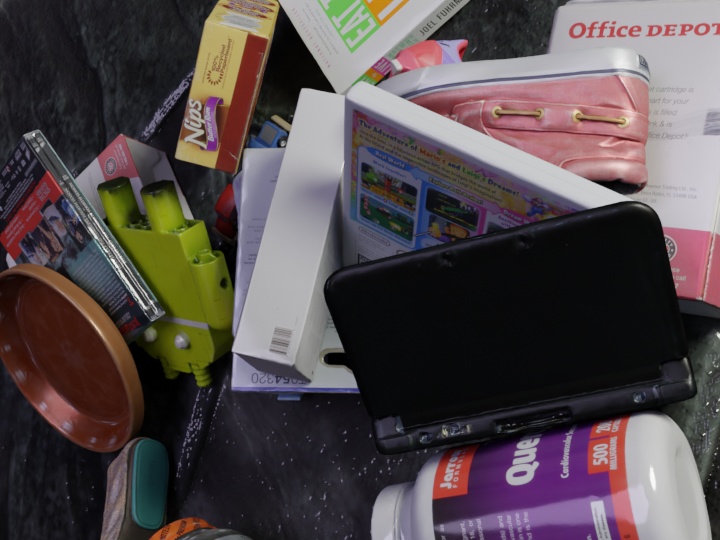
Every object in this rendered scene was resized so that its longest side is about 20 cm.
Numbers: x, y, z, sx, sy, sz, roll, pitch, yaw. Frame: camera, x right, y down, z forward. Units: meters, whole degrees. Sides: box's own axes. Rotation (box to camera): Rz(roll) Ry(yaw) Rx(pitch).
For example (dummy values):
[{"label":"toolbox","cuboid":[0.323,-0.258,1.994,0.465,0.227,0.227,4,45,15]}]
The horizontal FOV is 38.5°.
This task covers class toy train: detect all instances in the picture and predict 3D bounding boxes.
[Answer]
[{"label":"toy train","cuboid":[-0.115,-0.058,0.963,0.034,0.046,0.200,36,101,37]}]

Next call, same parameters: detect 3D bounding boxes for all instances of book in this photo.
[{"label":"book","cuboid":[0.033,-0.260,0.911,0.200,0.048,0.134,-40,60,19]}]

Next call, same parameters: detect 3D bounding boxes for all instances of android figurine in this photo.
[{"label":"android figurine","cuboid":[-0.179,0.014,0.939,0.182,0.041,0.201,9,120,38]}]

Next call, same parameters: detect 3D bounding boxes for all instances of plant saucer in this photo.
[{"label":"plant saucer","cuboid":[-0.279,0.082,0.986,0.200,0.032,0.201,22,130,29]}]

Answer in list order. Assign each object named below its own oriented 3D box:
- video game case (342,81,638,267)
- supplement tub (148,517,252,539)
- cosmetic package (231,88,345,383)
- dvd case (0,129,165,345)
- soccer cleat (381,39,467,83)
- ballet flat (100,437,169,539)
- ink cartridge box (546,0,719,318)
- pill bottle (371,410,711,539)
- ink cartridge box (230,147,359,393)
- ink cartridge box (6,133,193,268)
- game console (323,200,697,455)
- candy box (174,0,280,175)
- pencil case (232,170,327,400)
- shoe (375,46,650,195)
[{"label":"video game case","cuboid":[0.076,-0.019,0.693,0.200,0.182,0.024,27,56,18]},{"label":"supplement tub","cuboid":[-0.092,0.287,0.811,0.200,0.122,0.123,28,96,38]},{"label":"cosmetic package","cuboid":[-0.041,-0.024,0.764,0.050,0.083,0.201,11,76,12]},{"label":"dvd case","cuboid":[-0.274,-0.013,0.960,0.200,0.022,0.146,56,137,1]},{"label":"soccer cleat","cuboid":[0.086,-0.086,0.777,0.201,0.076,0.067,65,161,13]},{"label":"ballet flat","cuboid":[-0.209,0.250,0.933,0.067,0.068,0.201,-31,41,33]},{"label":"ink cartridge box","cuboid":[0.197,-0.078,0.714,0.146,0.083,0.201,9,84,38]},{"label":"pill bottle","cuboid":[0.111,0.160,0.656,0.199,0.112,0.113,-16,69,26]},{"label":"ink cartridge box","cuboid":[0.000,0.000,0.815,0.195,0.043,0.201,0,77,6]},{"label":"ink cartridge box","cuboid":[-0.269,-0.027,1.057,0.200,0.067,0.117,-39,59,21]},{"label":"game console","cuboid":[0.101,0.043,0.660,0.199,0.176,0.117,-13,81,15]},{"label":"candy box","cuboid":[-0.112,-0.172,0.897,0.200,0.056,0.117,-97,23,-66]},{"label":"pencil case","cuboid":[-0.068,0.008,0.887,0.091,0.083,0.201,123,146,-70]},{"label":"shoe","cuboid":[0.091,-0.085,0.686,0.199,0.071,0.091,-5,75,23]}]
